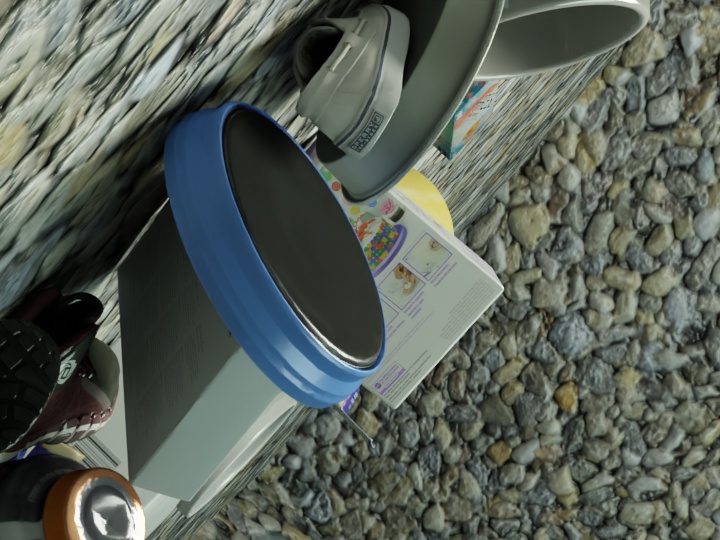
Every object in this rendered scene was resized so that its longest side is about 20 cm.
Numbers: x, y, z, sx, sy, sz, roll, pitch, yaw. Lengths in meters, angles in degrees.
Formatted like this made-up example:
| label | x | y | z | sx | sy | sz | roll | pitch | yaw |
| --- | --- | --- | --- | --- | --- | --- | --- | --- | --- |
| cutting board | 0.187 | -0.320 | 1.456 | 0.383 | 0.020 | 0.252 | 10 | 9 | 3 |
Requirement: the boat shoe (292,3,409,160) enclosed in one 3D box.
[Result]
| label | x | y | z | sx | sy | sz | roll | pitch | yaw |
| --- | --- | --- | --- | --- | --- | --- | --- | --- | --- |
| boat shoe | -0.013 | -0.137 | 1.421 | 0.072 | 0.066 | 0.200 | -53 | -166 | 26 |

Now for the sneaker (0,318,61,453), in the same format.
| label | x | y | z | sx | sy | sz | roll | pitch | yaw |
| --- | --- | --- | --- | --- | --- | --- | --- | --- | --- |
| sneaker | -0.264 | 0.100 | 1.270 | 0.200 | 0.076 | 0.088 | -43 | -171 | -6 |

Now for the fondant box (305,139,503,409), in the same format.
| label | x | y | z | sx | sy | sz | roll | pitch | yaw |
| --- | --- | --- | --- | --- | --- | --- | --- | --- | --- |
| fondant box | 0.000 | 0.000 | 1.808 | 0.144 | 0.200 | 0.058 | -47 | -160 | 10 |

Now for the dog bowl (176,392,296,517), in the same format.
| label | x | y | z | sx | sy | sz | roll | pitch | yaw |
| --- | --- | --- | --- | --- | --- | --- | --- | --- | --- |
| dog bowl | -0.174 | 0.209 | 2.669 | 0.200 | 0.079 | 0.200 | -46 | 175 | -5 |

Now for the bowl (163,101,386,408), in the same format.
| label | x | y | z | sx | sy | sz | roll | pitch | yaw |
| --- | --- | --- | --- | --- | --- | --- | --- | --- | --- |
| bowl | -0.048 | -0.013 | 1.320 | 0.039 | 0.201 | 0.201 | -28 | -179 | 18 |

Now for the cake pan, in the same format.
| label | x | y | z | sx | sy | sz | roll | pitch | yaw |
| --- | --- | --- | --- | --- | --- | --- | --- | --- | --- |
| cake pan | 0.030 | -0.141 | 1.493 | 0.200 | 0.037 | 0.201 | -51 | -160 | 27 |

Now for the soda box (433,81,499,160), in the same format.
| label | x | y | z | sx | sy | sz | roll | pitch | yaw |
| --- | --- | --- | --- | --- | --- | --- | --- | --- | --- |
| soda box | 0.082 | -0.163 | 1.961 | 0.064 | 0.068 | 0.200 | -46 | 174 | -5 |

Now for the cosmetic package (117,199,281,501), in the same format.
| label | x | y | z | sx | sy | sz | roll | pitch | yaw |
| --- | --- | --- | --- | --- | --- | --- | --- | --- | --- |
| cosmetic package | -0.103 | 0.028 | 1.420 | 0.151 | 0.051 | 0.201 | -52 | -148 | 35 |

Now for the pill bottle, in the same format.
| label | x | y | z | sx | sy | sz | roll | pitch | yaw |
| --- | --- | --- | --- | --- | --- | --- | --- | --- | --- |
| pill bottle | -0.234 | 0.181 | 1.427 | 0.199 | 0.107 | 0.106 | -17 | -164 | 40 |

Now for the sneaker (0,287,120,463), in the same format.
| label | x | y | z | sx | sy | sz | roll | pitch | yaw |
| --- | --- | --- | --- | --- | --- | --- | --- | --- | --- |
| sneaker | -0.191 | 0.056 | 1.413 | 0.116 | 0.076 | 0.200 | -52 | 173 | 22 |

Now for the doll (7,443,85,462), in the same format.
| label | x | y | z | sx | sy | sz | roll | pitch | yaw |
| --- | --- | --- | --- | --- | --- | --- | --- | --- | --- |
| doll | -0.281 | 0.202 | 1.564 | 0.048 | 0.136 | 0.200 | 36 | 87 | -47 |

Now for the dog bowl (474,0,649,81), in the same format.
| label | x | y | z | sx | sy | sz | roll | pitch | yaw |
| --- | --- | --- | --- | --- | --- | --- | --- | --- | --- |
| dog bowl | 0.130 | -0.200 | 1.638 | 0.199 | 0.059 | 0.200 | -12 | 169 | -2 |

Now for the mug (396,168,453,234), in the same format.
| label | x | y | z | sx | sy | sz | roll | pitch | yaw |
| --- | --- | --- | --- | --- | --- | --- | --- | --- | --- |
| mug | -0.009 | -0.051 | 1.921 | 0.149 | 0.188 | 0.153 | -15 | 172 | 14 |

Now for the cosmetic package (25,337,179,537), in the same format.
| label | x | y | z | sx | sy | sz | roll | pitch | yaw |
| --- | --- | --- | --- | --- | --- | --- | --- | --- | --- |
| cosmetic package | -0.241 | 0.193 | 1.772 | 0.199 | 0.123 | 0.200 | -44 | 175 | -27 |

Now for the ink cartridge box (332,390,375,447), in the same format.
| label | x | y | z | sx | sy | sz | roll | pitch | yaw |
| --- | --- | --- | --- | --- | --- | --- | --- | --- | --- |
| ink cartridge box | -0.045 | 0.094 | 2.169 | 0.043 | 0.200 | 0.196 | -46 | 175 | -4 |
